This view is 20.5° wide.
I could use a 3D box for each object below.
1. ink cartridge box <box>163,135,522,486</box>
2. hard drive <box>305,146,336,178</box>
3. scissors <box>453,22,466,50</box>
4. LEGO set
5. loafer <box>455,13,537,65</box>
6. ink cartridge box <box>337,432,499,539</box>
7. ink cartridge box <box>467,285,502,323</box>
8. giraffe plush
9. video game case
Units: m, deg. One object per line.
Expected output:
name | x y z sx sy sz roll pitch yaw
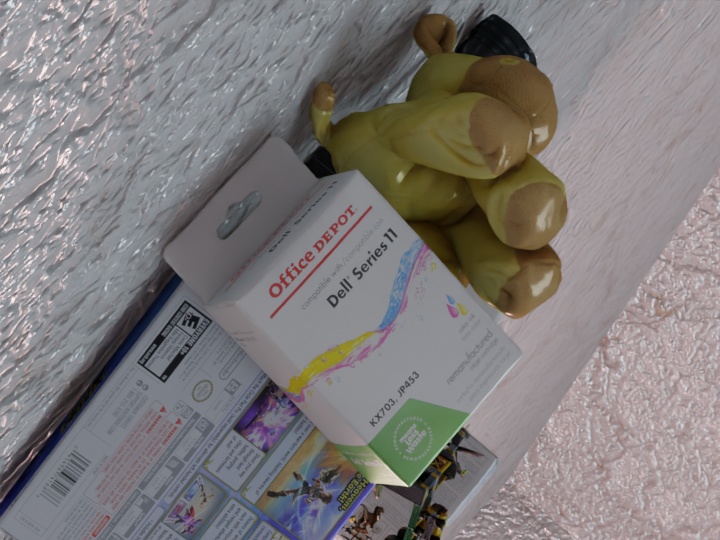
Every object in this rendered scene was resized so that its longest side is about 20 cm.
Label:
ink cartridge box | -0.011 0.021 1.217 0.117 0.200 0.067 -48 -166 -16
hard drive | -0.066 0.004 1.377 0.200 0.038 0.140 -45 166 -26
scissors | 0.035 -0.096 1.394 0.201 0.014 0.073 -64 172 -10
LEGO set | 0.018 0.192 1.943 0.116 0.198 0.155 -39 143 -51
loafer | 0.087 -0.118 1.535 0.072 0.073 0.201 -39 156 -15
ink cartridge box | 0.023 0.225 2.080 0.200 0.160 0.047 -50 167 -6
ink cartridge box | 0.058 0.046 1.562 0.201 0.083 0.144 -63 179 -19
giraffe plush | 0.065 -0.081 1.307 0.162 0.198 0.174 -47 144 -44
video game case | -0.101 0.130 1.270 0.201 0.181 0.045 -51 -167 4
